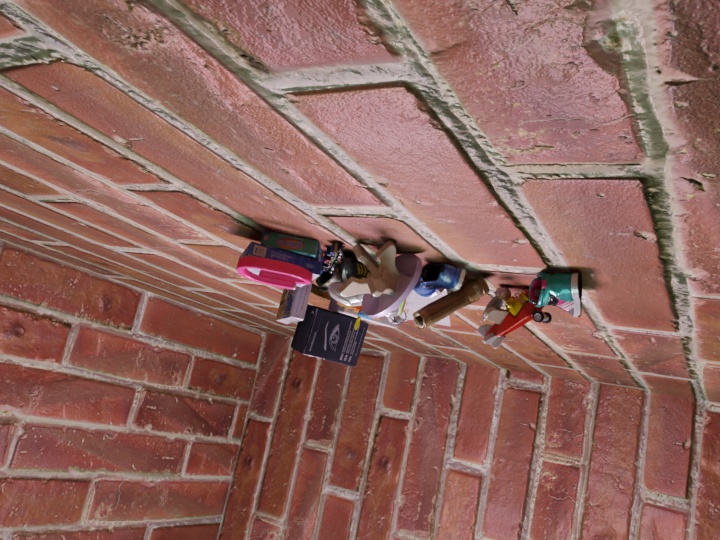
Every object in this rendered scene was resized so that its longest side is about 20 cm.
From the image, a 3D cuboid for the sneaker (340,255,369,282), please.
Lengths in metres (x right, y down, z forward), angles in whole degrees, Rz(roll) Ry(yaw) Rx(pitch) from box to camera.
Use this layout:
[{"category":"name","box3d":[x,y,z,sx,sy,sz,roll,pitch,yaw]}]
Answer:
[{"category":"sneaker","box3d":[0.000,0.000,1.765,0.084,0.075,0.200,-9,163,14]}]

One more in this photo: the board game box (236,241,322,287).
[{"category":"board game box","box3d":[-0.225,-0.014,1.731,0.199,0.044,0.199,17,164,-17]}]

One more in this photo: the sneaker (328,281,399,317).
[{"category":"sneaker","box3d":[0.015,0.054,1.700,0.198,0.076,0.089,15,129,-1]}]

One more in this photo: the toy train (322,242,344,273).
[{"category":"toy train","box3d":[-0.078,-0.033,1.702,0.045,0.034,0.200,9,162,-9]}]

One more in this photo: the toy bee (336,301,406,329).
[{"category":"toy bee","box3d":[0.023,0.123,1.875,0.200,0.131,0.109,39,167,4]}]

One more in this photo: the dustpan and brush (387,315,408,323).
[{"category":"dustpan and brush","box3d":[0.156,0.079,1.897,0.199,0.140,0.057,-21,-162,8]}]

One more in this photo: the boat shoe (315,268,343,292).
[{"category":"boat shoe","box3d":[-0.095,0.025,1.937,0.060,0.072,0.201,40,165,-20]}]

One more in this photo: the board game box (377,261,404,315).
[{"category":"board game box","box3d":[0.084,0.044,1.727,0.095,0.030,0.201,25,149,12]}]

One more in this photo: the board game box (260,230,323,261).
[{"category":"board game box","box3d":[-0.183,-0.048,1.748,0.151,0.045,0.200,11,166,5]}]

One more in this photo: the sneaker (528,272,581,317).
[{"category":"sneaker","box3d":[0.465,0.060,1.508,0.120,0.084,0.200,1,156,22]}]

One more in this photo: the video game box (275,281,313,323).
[{"category":"video game box","box3d":[-0.199,0.067,1.956,0.047,0.184,0.200,20,165,-18]}]

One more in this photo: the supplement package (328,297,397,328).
[{"category":"supplement package","box3d":[0.021,0.096,1.986,0.199,0.122,0.120,19,173,-26]}]

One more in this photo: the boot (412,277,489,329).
[{"category":"boot","box3d":[0.224,0.090,1.662,0.199,0.066,0.175,-28,170,-13]}]

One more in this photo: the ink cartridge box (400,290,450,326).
[{"category":"ink cartridge box","box3d":[0.184,0.081,1.824,0.161,0.050,0.200,8,149,18]}]

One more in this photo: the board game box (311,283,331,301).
[{"category":"board game box","box3d":[-0.175,0.050,2.099,0.199,0.030,0.095,24,178,41]}]

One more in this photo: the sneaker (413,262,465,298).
[{"category":"sneaker","box3d":[0.186,0.015,1.643,0.089,0.079,0.200,29,156,-19]}]

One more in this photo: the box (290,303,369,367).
[{"category":"box","box3d":[-0.096,0.201,1.968,0.199,0.149,0.104,20,177,-30]}]

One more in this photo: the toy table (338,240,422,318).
[{"category":"toy table","box3d":[0.045,0.019,1.559,0.117,0.200,0.184,31,-167,-36]}]

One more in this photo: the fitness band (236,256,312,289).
[{"category":"fitness band","box3d":[-0.225,0.008,1.657,0.198,0.038,0.144,10,164,2]}]

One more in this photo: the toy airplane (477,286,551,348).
[{"category":"toy airplane","box3d":[0.394,0.114,1.695,0.198,0.142,0.200,-18,158,-14]}]
